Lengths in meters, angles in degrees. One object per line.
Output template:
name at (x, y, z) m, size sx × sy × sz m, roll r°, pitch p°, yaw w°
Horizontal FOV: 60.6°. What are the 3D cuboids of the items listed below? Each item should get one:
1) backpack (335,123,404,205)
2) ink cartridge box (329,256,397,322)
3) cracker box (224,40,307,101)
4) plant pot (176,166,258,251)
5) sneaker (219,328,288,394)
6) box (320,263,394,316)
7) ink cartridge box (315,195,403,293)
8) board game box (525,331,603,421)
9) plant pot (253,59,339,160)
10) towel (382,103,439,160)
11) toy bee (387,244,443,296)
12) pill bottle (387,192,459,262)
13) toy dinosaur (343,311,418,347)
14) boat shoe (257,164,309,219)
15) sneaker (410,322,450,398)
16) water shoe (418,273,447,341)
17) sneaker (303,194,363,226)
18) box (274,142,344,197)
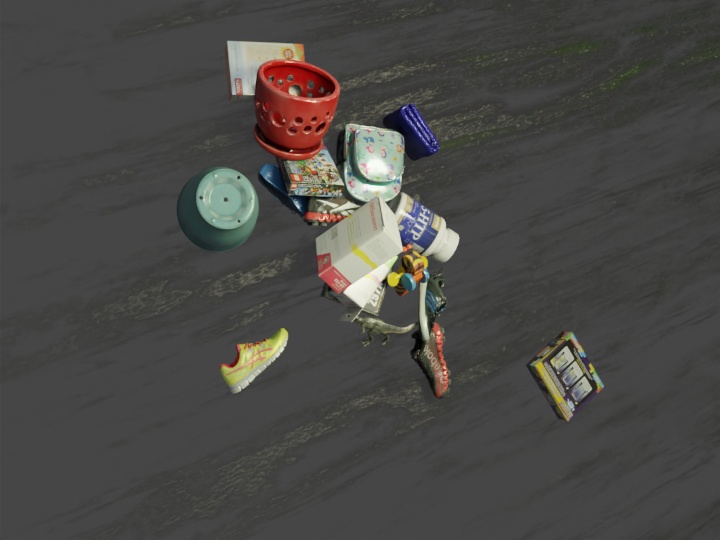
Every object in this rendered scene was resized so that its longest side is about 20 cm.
backpack at (0.027, -0.271, 1.603) m, size 0.174 × 0.150 × 0.204 m, roll 4°, pitch 90°, yaw -20°
ink cartridge box at (-0.005, 0.028, 1.535) m, size 0.067 × 0.117 × 0.201 m, roll 39°, pitch 75°, yaw -15°
cracker box at (-0.239, -0.503, 1.564) m, size 0.196 × 0.058 × 0.137 m, roll -4°, pitch 88°, yaw -20°
plant pot at (-0.327, -0.152, 1.445) m, size 0.196 × 0.188 × 0.205 m, roll 1°, pitch 87°, yaw -19°
sneaker at (-0.261, 0.204, 1.507) m, size 0.200 × 0.078 × 0.091 m, roll -43°, pitch 98°, yaw -16°
box at (0.000, 0.000, 1.626) m, size 0.157 × 0.049 × 0.203 m, roll 22°, pitch 80°, yaw -19°
ink cartridge box at (-0.005, -0.062, 1.468) m, size 0.198 × 0.146 × 0.083 m, roll -33°, pitch 125°, yaw 19°
board game box at (0.604, 0.310, 1.816) m, size 0.164 × 0.057 × 0.202 m, roll -35°, pitch 99°, yaw -16°
plant pot at (-0.161, -0.377, 1.478) m, size 0.196 × 0.202 × 0.185 m, roll 2°, pitch 130°, yaw -19°
towel at (0.135, -0.362, 1.613) m, size 0.049 × 0.200 × 0.148 m, roll -42°, pitch 101°, yaw -4°
toy bee at (0.137, -0.010, 1.601) m, size 0.130 × 0.199 × 0.110 m, roll -24°, pitch 84°, yaw -49°
pill bottle at (0.160, -0.108, 1.650) m, size 0.198 × 0.119 × 0.121 m, roll 29°, pitch 78°, yaw -16°
toy dinosaur at (0.047, 0.158, 1.617) m, size 0.196 × 0.048 × 0.089 m, roll 10°, pitch 125°, yaw -4°
boat shoe at (-0.173, -0.198, 1.567) m, size 0.200 × 0.068 × 0.085 m, roll 43°, pitch 66°, yaw -13°
sneaker at (0.184, 0.246, 1.656) m, size 0.096 × 0.071 × 0.205 m, roll -8°, pitch 88°, yaw -20°
water shoe at (0.193, 0.091, 1.632) m, size 0.077 × 0.072 × 0.203 m, roll 1°, pitch 56°, yaw 5°
sneaker at (-0.050, -0.161, 1.549) m, size 0.197 × 0.071 × 0.100 m, roll -1°, pitch 94°, yaw -28°
box at (-0.131, -0.256, 1.525) m, size 0.134 × 0.202 × 0.038 m, roll 1°, pitch 131°, yaw -23°
